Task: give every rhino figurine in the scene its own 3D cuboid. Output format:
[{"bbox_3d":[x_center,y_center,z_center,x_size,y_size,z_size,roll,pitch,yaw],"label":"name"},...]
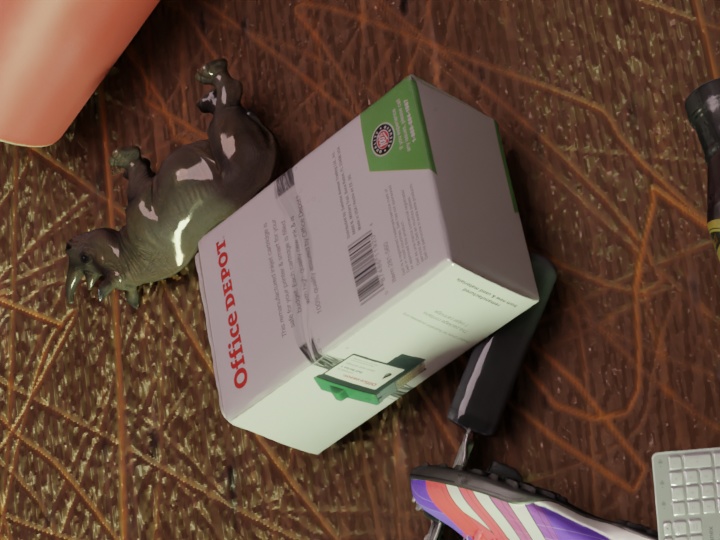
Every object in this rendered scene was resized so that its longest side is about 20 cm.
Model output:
[{"bbox_3d":[-0.132,-0.044,1.844,0.200,0.060,0.088,-43,69,19],"label":"rhino figurine"}]

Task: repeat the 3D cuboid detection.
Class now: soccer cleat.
[{"bbox_3d":[0.113,0.168,1.602,0.199,0.068,0.074,19,88,17],"label":"soccer cleat"}]

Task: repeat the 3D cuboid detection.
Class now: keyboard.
[{"bbox_3d":[0.200,0.200,1.549,0.056,0.011,0.201,-5,88,4],"label":"keyboard"}]

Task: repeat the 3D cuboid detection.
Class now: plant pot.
[{"bbox_3d":[-0.232,-0.195,1.884,0.200,0.200,0.178,39,110,34],"label":"plant pot"}]

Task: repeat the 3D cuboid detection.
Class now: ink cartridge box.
[{"bbox_3d":[0.000,0.000,1.700,0.200,0.084,0.147,-36,48,32],"label":"ink cartridge box"}]

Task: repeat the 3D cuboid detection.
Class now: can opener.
[{"bbox_3d":[0.082,0.087,1.684,0.066,0.053,0.201,17,87,0],"label":"can opener"}]

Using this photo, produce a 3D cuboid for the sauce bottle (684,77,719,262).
[{"bbox_3d":[0.238,-0.018,1.600,0.066,0.066,0.201,-28,60,23],"label":"sauce bottle"}]
